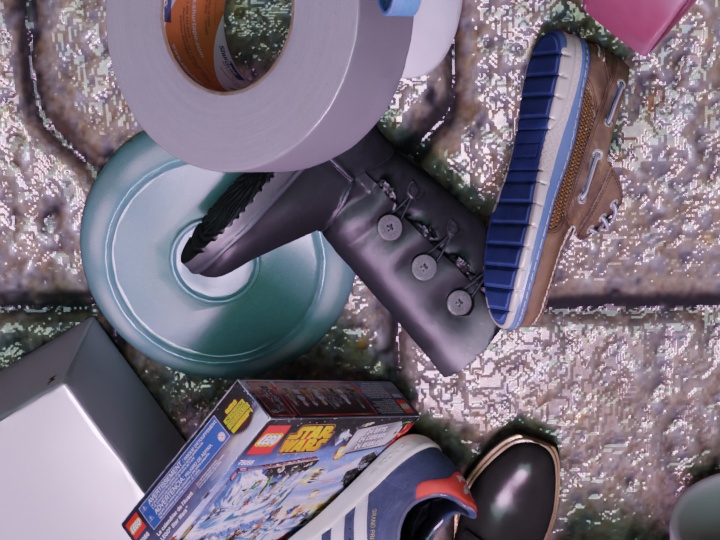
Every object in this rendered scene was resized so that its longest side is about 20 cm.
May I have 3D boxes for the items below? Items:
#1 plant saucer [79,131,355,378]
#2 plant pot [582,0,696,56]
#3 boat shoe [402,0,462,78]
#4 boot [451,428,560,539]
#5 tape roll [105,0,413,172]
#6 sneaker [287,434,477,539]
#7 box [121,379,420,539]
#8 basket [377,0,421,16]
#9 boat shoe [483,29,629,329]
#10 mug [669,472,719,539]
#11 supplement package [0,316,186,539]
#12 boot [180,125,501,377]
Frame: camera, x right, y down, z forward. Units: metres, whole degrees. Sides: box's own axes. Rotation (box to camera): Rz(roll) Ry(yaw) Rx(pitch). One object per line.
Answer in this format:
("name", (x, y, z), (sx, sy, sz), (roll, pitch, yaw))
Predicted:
("plant saucer", (-0.102, -0.011, 1.297), (0.199, 0.027, 0.201), (1, 110, 2))
("plant pot", (0.167, -0.262, 1.110), (0.179, 0.200, 0.200), (39, 108, 4))
("boat shoe", (0.026, -0.227, 1.192), (0.068, 0.057, 0.201), (-7, 111, -4))
("boot", (0.095, 0.228, 1.321), (0.077, 0.138, 0.201), (17, 110, -4))
("tape roll", (-0.066, -0.162, 1.161), (0.199, 0.066, 0.202), (1, 93, 34))
("sneaker", (0.001, 0.213, 1.314), (0.200, 0.084, 0.075), (-47, 147, 0))
("box", (-0.058, 0.136, 1.270), (0.137, 0.200, 0.040), (-50, 64, 18))
("basket", (0.016, -0.261, 1.026), (0.138, 0.200, 0.177), (-1, 128, -18))
("boat shoe", (0.137, -0.054, 1.225), (0.072, 0.072, 0.201), (12, 94, -19))
("mug", (0.301, 0.255, 1.311), (0.149, 0.186, 0.154), (-18, 124, -29))
("supplement package", (-0.190, 0.158, 1.317), (0.117, 0.117, 0.200), (-29, 108, 15))
("boot", (0.001, -0.001, 1.255), (0.165, 0.066, 0.200), (-45, 110, 0))
